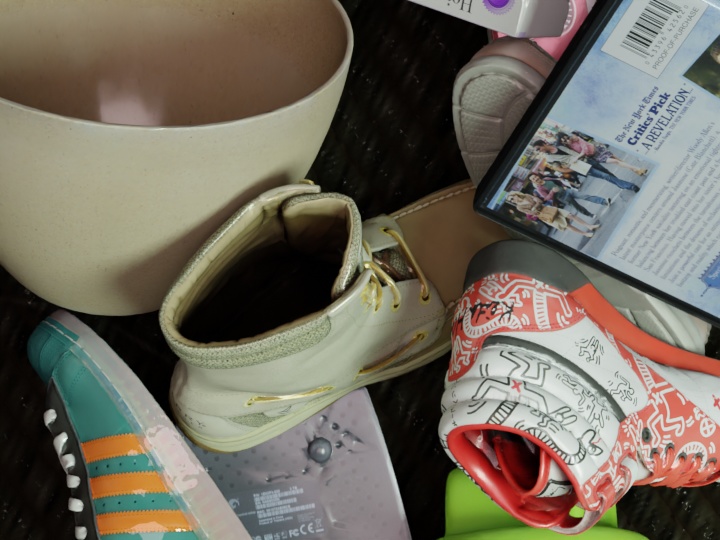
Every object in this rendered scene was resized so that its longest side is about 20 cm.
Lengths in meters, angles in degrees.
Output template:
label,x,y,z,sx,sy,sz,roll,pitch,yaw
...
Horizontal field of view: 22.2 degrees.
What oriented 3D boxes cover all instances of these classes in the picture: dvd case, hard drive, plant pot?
label,x,y,z,sx,sy,sz,roll,pitch,yaw
dvd case,0.165,-0.036,0.769,0.200,0.018,0.143,25,130,-9
hard drive,-0.035,0.164,0.908,0.135,0.042,0.201,-12,93,4
plant pot,-0.112,-0.060,0.837,0.200,0.200,0.135,12,124,2

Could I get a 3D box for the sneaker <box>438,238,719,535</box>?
label,x,y,z,sx,sy,sz,roll,pitch,yaw
sneaker,0.119,0.080,0.820,0.201,0.067,0.108,33,52,-22

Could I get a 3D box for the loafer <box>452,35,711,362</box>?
label,x,y,z,sx,sy,sz,roll,pitch,yaw
loafer,0.107,-0.033,0.847,0.072,0.063,0.200,-4,131,41

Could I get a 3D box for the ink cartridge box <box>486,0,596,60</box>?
label,x,y,z,sx,sy,sz,roll,pitch,yaw
ink cartridge box,0.151,-0.168,0.852,0.199,0.083,0.147,-9,94,4

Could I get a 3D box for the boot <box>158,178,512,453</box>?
label,x,y,z,sx,sy,sz,roll,pitch,yaw
boot,0.000,0.000,0.822,0.200,0.155,0.072,-31,73,-12

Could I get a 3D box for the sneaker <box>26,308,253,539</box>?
label,x,y,z,sx,sy,sz,roll,pitch,yaw
sneaker,-0.108,0.109,0.842,0.080,0.071,0.200,-35,71,-9

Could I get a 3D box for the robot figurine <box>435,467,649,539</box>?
label,x,y,z,sx,sy,sz,roll,pitch,yaw
robot figurine,0.085,0.190,0.853,0.115,0.175,0.201,-8,71,20

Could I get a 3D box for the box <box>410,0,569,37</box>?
label,x,y,z,sx,sy,sz,roll,pitch,yaw
box,0.004,-0.152,0.832,0.200,0.041,0.039,24,111,31
